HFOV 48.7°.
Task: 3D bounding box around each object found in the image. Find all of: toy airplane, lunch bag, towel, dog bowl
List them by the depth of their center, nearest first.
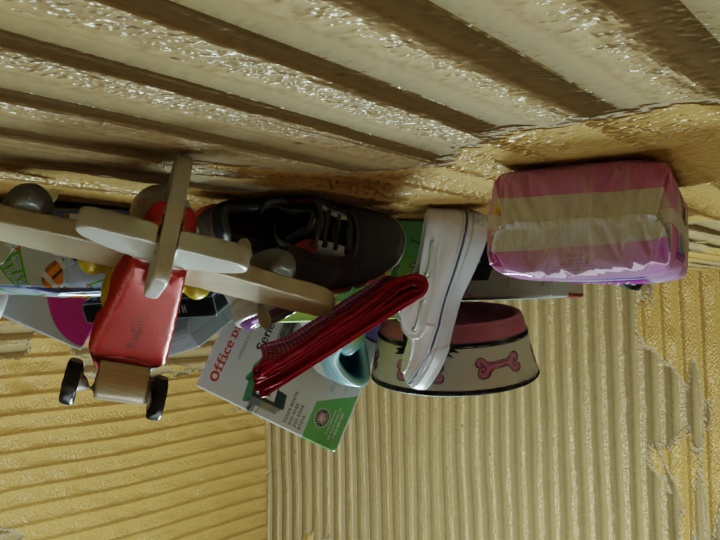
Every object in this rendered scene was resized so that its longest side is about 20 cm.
[{"bbox_3d":[-0.139,-0.009,0.526,0.195,0.143,0.201,-15,138,17],"label":"toy airplane"},{"bbox_3d":[-0.022,0.042,0.635,0.143,0.023,0.200,-31,-177,-5],"label":"towel"},{"bbox_3d":[-0.266,-0.016,0.699,0.158,0.077,0.199,0,179,34],"label":"lunch bag"},{"bbox_3d":[0.108,0.085,0.926,0.195,0.076,0.200,-3,-174,0],"label":"dog bowl"}]

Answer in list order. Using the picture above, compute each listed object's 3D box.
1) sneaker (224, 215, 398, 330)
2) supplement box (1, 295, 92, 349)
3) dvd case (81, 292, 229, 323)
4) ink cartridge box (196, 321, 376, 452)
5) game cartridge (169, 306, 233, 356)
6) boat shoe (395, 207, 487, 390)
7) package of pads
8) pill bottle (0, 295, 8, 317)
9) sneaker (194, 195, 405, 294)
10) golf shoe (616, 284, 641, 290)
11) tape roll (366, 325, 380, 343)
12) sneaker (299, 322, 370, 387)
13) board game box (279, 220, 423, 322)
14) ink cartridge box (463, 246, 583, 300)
[{"bbox_3d":[-0.046,-0.025,0.739,0.198,0.101,0.075,-25,171,-33],"label":"sneaker"},{"bbox_3d":[-0.371,0.029,0.984,0.102,0.103,0.200,27,169,-16],"label":"supplement box"},{"bbox_3d":[-0.171,0.003,0.832,0.147,0.025,0.200,-5,-162,20],"label":"dvd case"},{"bbox_3d":[-0.092,0.125,1.029,0.197,0.148,0.084,23,171,5],"label":"ink cartridge box"},{"bbox_3d":[-0.159,0.027,0.924,0.132,0.041,0.200,-14,-157,41],"label":"game cartridge"},{"bbox_3d":[0.063,0.025,0.781,0.065,0.203,0.074,13,-154,-7],"label":"boat shoe"},{"bbox_3d":[0.175,-0.029,0.586,0.118,0.077,0.199,1,178,25],"label":"package of pads"},{"bbox_3d":[-0.464,0.011,0.782,0.110,0.115,0.199,-3,177,33],"label":"pill bottle"},{"bbox_3d":[-0.040,-0.024,0.652,0.196,0.079,0.082,-2,169,-28],"label":"sneaker"},{"bbox_3d":[0.268,-0.021,0.837,0.087,0.079,0.198,6,-178,37],"label":"golf shoe"},{"bbox_3d":[-0.013,0.042,1.094,0.197,0.086,0.200,24,172,4],"label":"tape roll"},{"bbox_3d":[-0.027,0.051,0.905,0.081,0.202,0.074,19,-129,39],"label":"sneaker"},{"bbox_3d":[0.000,0.000,0.830,0.196,0.104,0.047,0,178,-25],"label":"board game box"},{"bbox_3d":[0.167,-0.005,1.007,0.197,0.085,0.145,-3,177,31],"label":"ink cartridge box"}]
